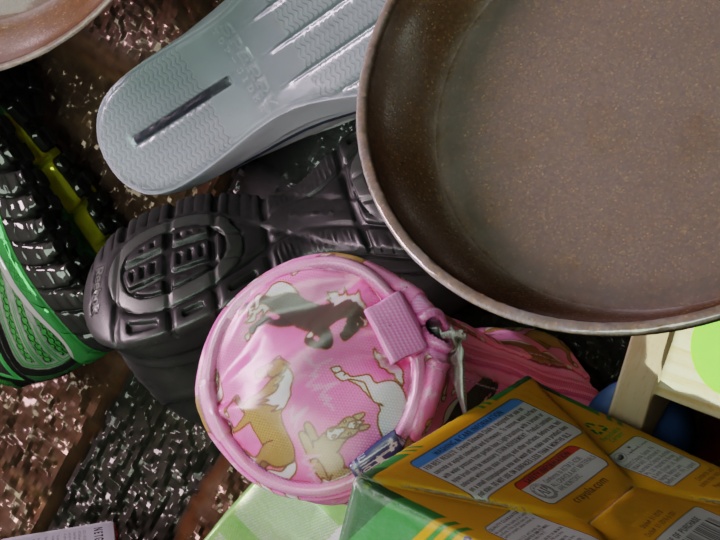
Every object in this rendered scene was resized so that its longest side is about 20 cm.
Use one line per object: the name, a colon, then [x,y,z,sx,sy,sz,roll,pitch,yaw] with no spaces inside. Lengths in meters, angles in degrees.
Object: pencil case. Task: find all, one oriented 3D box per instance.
pencil case: [0.020,0.047,1.030,0.086,0.200,0.083,25,91,23]

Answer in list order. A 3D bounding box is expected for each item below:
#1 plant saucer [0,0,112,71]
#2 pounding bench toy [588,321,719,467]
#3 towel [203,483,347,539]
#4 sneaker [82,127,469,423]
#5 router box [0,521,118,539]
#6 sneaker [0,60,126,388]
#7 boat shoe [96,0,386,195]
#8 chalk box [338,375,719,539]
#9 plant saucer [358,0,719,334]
plant saucer: [-0.154,-0.171,1.090,0.200,0.032,0.201,2,97,15]
pounding bench toy: [0.174,0.011,0.996,0.156,0.124,0.200,21,105,22]
towel: [0.020,0.160,1.147,0.200,0.031,0.149,47,111,16]
sneaker: [0.000,0.000,1.111,0.200,0.091,0.076,-16,50,9]
router box: [-0.098,0.211,1.101,0.049,0.200,0.180,-9,105,-5]
sneaker: [-0.168,-0.042,1.180,0.085,0.078,0.200,-33,82,26]
boat shoe: [-0.012,-0.092,1.100,0.200,0.067,0.074,-22,93,32]
chalk box: [0.053,0.159,0.943,0.124,0.125,0.200,25,113,21]
plant saucer: [0.098,-0.061,0.956,0.200,0.032,0.201,-11,55,16]
